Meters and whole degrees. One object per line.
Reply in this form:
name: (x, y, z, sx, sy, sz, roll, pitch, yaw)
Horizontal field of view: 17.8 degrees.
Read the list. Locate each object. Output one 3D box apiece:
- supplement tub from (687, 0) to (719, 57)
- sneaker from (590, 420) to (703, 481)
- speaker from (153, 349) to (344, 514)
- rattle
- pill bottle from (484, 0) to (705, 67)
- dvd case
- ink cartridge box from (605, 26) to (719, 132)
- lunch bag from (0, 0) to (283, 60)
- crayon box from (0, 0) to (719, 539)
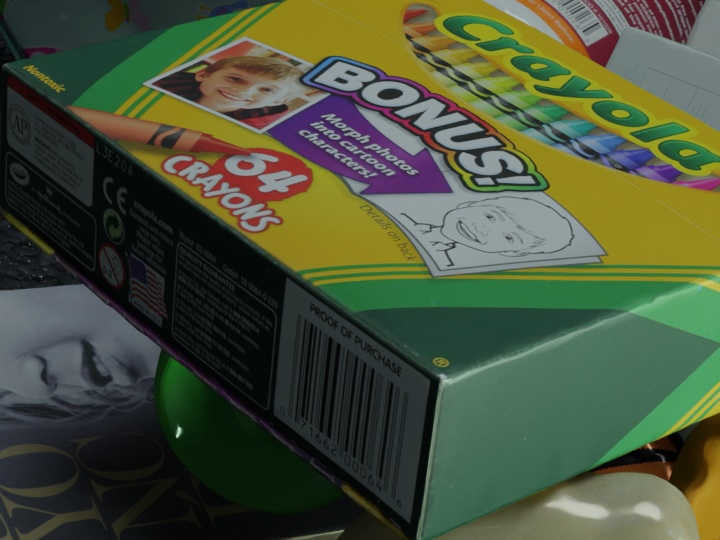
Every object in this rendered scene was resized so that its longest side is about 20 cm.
supplement tub: (0.238, -0.052, 0.922, 0.199, 0.141, 0.141, 25, 25, -30)
sneaker: (0.084, 0.090, 0.782, 0.090, 0.070, 0.200, -16, 47, -40)
speaker: (0.000, 0.000, 0.794, 0.088, 0.089, 0.200, 20, 33, 10)
rattle: (0.016, 0.097, 0.699, 0.199, 0.130, 0.143, -17, 41, 20)
pill bottle: (0.102, -0.098, 1.034, 0.109, 0.110, 0.200, 30, 37, 24)
dvd case: (-0.096, 0.053, 0.784, 0.199, 0.016, 0.149, -6, 38, -26)
ink cartridge box: (0.143, -0.005, 0.775, 0.059, 0.104, 0.200, 24, 4, -35)
lunch bag: (-0.072, -0.150, 0.972, 0.199, 0.161, 0.077, -17, 31, 21)
crayon box: (0.018, -0.017, 0.686, 0.172, 0.059, 0.200, -19, 40, -37)
